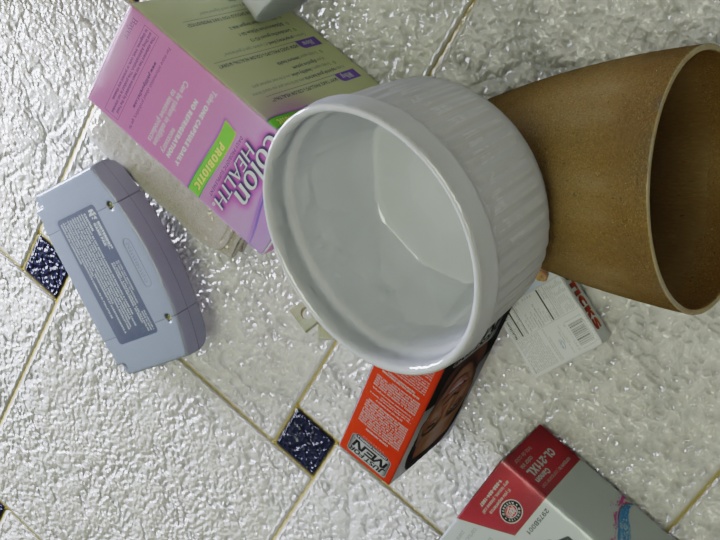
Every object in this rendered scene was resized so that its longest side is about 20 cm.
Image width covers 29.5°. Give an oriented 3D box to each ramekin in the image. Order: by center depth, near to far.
[{"bbox_3d":[0.038,-0.039,0.948,0.200,0.105,0.201,28,133,34],"label":"ramekin"}]

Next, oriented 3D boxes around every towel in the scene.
[{"bbox_3d":[-0.157,-0.117,1.251,0.200,0.034,0.133,42,121,13],"label":"towel"}]

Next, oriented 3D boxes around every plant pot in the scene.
[{"bbox_3d":[0.160,-0.069,1.002,0.199,0.186,0.187,5,109,36],"label":"plant pot"}]

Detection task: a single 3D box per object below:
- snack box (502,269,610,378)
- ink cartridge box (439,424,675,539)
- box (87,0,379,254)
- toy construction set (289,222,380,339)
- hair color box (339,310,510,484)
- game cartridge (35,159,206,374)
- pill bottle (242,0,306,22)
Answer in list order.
[{"bbox_3d":[0.123,-0.013,1.126,0.072,0.024,0.200,-32,89,35],"label":"snack box"},{"bbox_3d":[0.175,0.255,1.150,0.200,0.083,0.146,40,121,14],"label":"ink cartridge box"},{"bbox_3d":[-0.084,-0.131,1.117,0.200,0.176,0.097,40,122,12],"label":"box"},{"bbox_3d":[0.000,0.000,1.114,0.131,0.200,0.092,-21,89,6],"label":"toy construction set"},{"bbox_3d":[0.059,0.073,1.128,0.061,0.101,0.200,37,131,18],"label":"hair color box"},{"bbox_3d":[-0.227,-0.002,1.310,0.133,0.042,0.201,-19,100,40],"label":"game cartridge"},{"bbox_3d":[-0.103,-0.308,1.108,0.111,0.111,0.200,-33,89,34],"label":"pill bottle"}]
